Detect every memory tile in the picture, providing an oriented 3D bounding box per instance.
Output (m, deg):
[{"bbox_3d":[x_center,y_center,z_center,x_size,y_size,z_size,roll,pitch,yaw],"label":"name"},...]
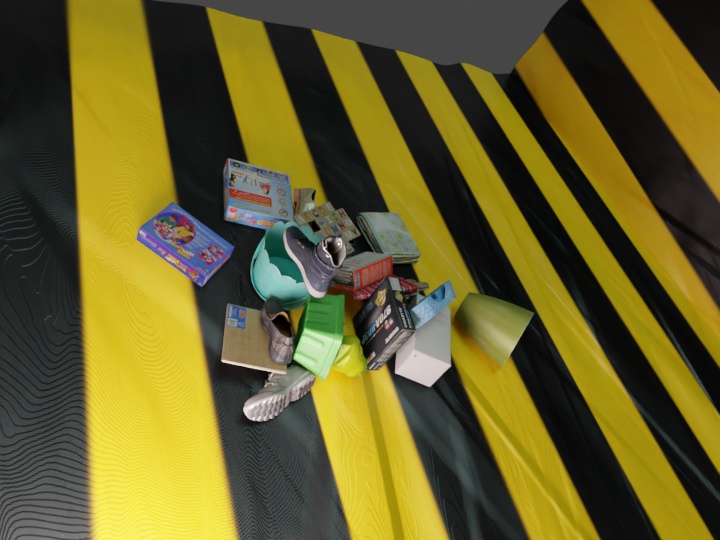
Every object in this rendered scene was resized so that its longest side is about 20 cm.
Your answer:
[{"bbox_3d":[0.093,0.059,1.613,0.151,0.017,0.198,10,21,43],"label":"memory tile"}]

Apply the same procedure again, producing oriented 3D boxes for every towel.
[{"bbox_3d":[0.046,0.049,1.567,0.196,0.023,0.144,-8,15,-24],"label":"towel"},{"bbox_3d":[0.092,-0.106,1.809,0.168,0.048,0.203,-2,55,-40],"label":"towel"}]

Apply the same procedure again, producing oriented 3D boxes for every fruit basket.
[{"bbox_3d":[-0.057,0.172,1.367,0.211,0.158,0.217,20,26,-10],"label":"fruit basket"}]

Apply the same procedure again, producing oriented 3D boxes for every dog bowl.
[{"bbox_3d":[0.182,0.094,1.475,0.199,0.111,0.050,-31,84,-45],"label":"dog bowl"}]

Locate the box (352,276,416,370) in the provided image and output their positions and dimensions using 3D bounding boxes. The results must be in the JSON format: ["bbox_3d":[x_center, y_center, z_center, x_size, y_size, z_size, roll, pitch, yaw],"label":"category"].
[{"bbox_3d":[0.056,0.139,1.448,0.045,0.201,0.162,7,50,-30],"label":"box"}]

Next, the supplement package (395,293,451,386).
[{"bbox_3d":[0.174,0.191,1.545,0.115,0.118,0.203,23,43,-13],"label":"supplement package"}]

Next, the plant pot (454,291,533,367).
[{"bbox_3d":[0.393,0.159,1.704,0.198,0.190,0.187,31,39,17],"label":"plant pot"}]

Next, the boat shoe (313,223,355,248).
[{"bbox_3d":[-0.093,-0.126,1.688,0.199,0.057,0.069,42,42,5],"label":"boat shoe"}]

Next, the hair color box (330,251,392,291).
[{"bbox_3d":[0.000,0.000,1.587,0.100,0.063,0.198,8,18,35],"label":"hair color box"}]

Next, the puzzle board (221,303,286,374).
[{"bbox_3d":[-0.248,0.160,1.320,0.147,0.018,0.202,14,30,-18],"label":"puzzle board"}]

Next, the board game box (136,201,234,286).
[{"bbox_3d":[-0.436,-0.068,1.406,0.198,0.045,0.135,36,42,-2],"label":"board game box"}]

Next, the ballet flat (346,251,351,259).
[{"bbox_3d":[-0.107,-0.030,1.594,0.196,0.068,0.077,7,65,-33],"label":"ballet flat"}]

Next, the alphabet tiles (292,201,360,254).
[{"bbox_3d":[-0.084,-0.114,1.617,0.199,0.008,0.169,-30,82,-48],"label":"alphabet tiles"}]

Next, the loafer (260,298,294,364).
[{"bbox_3d":[-0.189,0.127,1.327,0.071,0.073,0.201,7,34,-30],"label":"loafer"}]

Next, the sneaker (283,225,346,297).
[{"bbox_3d":[-0.109,-0.060,1.349,0.076,0.147,0.204,-11,59,-39],"label":"sneaker"}]

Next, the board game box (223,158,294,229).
[{"bbox_3d":[-0.297,-0.216,1.627,0.196,0.056,0.199,12,48,-27],"label":"board game box"}]

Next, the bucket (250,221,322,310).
[{"bbox_3d":[-0.183,-0.007,1.460,0.203,0.135,0.210,19,44,-19],"label":"bucket"}]

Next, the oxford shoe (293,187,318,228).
[{"bbox_3d":[-0.153,-0.158,1.636,0.072,0.071,0.205,-9,67,2],"label":"oxford shoe"}]

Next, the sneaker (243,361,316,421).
[{"bbox_3d":[-0.193,0.271,1.269,0.082,0.076,0.198,37,33,24],"label":"sneaker"}]
